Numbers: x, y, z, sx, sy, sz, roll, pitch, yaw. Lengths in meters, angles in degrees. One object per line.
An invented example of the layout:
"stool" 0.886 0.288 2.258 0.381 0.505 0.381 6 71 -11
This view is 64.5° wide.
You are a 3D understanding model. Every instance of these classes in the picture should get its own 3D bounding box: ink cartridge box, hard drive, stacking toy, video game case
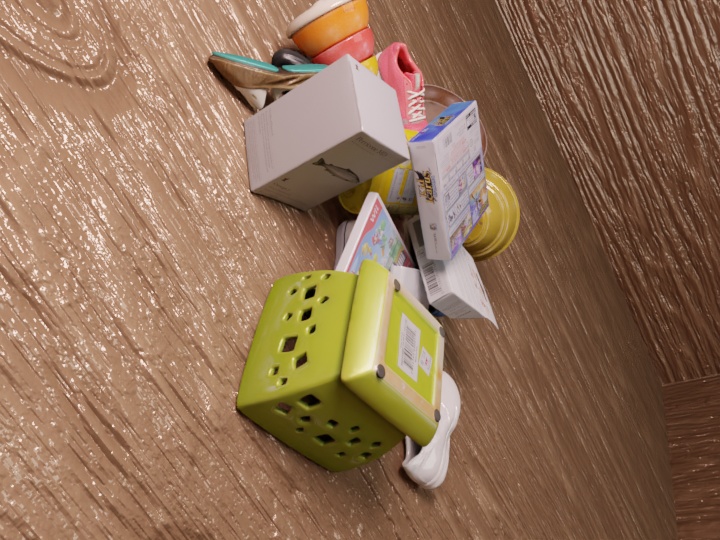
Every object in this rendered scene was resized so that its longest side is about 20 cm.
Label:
"ink cartridge box" 0.159 0.011 0.970 0.200 0.047 0.161 35 34 -50
"hard drive" 0.072 0.098 0.910 0.132 0.026 0.202 8 89 -62
"stacking toy" -0.020 -0.338 0.938 0.201 0.145 0.146 64 32 -16
"video game case" 0.141 -0.143 0.881 0.200 0.045 0.183 -47 131 -48
"video game case" 0.028 0.001 0.855 0.200 0.017 0.144 55 50 -52

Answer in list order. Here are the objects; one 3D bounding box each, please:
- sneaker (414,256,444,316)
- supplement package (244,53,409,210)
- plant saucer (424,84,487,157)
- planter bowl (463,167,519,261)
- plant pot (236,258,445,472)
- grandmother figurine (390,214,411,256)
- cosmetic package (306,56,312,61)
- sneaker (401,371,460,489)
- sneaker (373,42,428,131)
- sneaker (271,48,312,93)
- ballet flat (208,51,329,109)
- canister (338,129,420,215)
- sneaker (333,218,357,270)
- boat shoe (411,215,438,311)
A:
"sneaker" 0.137 -0.009 1.114 0.078 0.066 0.202 3 70 -52
"supplement package" -0.051 -0.183 0.798 0.116 0.199 0.119 16 59 -51
"plant saucer" 0.153 -0.271 1.107 0.198 0.035 0.202 10 63 -19
"planter bowl" 0.214 -0.107 1.153 0.083 0.199 0.202 -29 97 -62
"plant pot" -0.007 0.115 0.718 0.199 0.180 0.201 45 40 -34
"grandmother figurine" 0.077 0.000 1.028 0.121 0.060 0.202 20 57 -68
"cosmetic package" -0.018 -0.339 1.051 0.113 0.081 0.202 -17 86 -58
"sneaker" 0.107 0.240 0.926 0.088 0.075 0.201 41 44 -31
"sneaker" 0.081 -0.306 1.009 0.073 0.087 0.202 -23 90 -31
"sneaker" -0.077 -0.257 0.932 0.200 0.060 0.105 46 34 -39
"ballet flat" -0.127 -0.275 0.846 0.198 0.068 0.073 -6 120 -32
"canister" 0.075 -0.164 0.960 0.198 0.086 0.150 0 114 -37
"sneaker" 0.000 0.000 0.894 0.073 0.070 0.202 28 50 -47
"boat shoe" 0.132 -0.020 1.056 0.071 0.060 0.202 -4 58 -18
